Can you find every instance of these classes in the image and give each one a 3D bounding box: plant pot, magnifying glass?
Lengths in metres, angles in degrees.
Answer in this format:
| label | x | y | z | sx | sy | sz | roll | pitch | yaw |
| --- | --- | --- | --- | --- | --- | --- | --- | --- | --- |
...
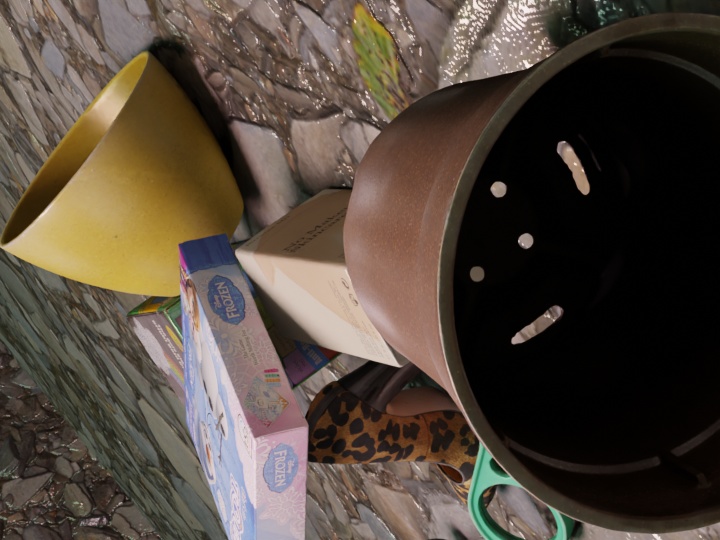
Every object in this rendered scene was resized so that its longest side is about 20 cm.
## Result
| label | x | y | z | sx | sy | sz | roll | pitch | yaw |
| --- | --- | --- | --- | --- | --- | --- | --- | --- | --- |
| plant pot | -0.182 | -0.059 | 1.249 | 0.142 | 0.201 | 0.200 | 38 | 166 | -18 |
| magnifying glass | 0.102 | 0.133 | 1.087 | 0.079 | 0.022 | 0.201 | 2 | 123 | 33 |
| plant pot | 0.090 | -0.010 | 0.666 | 0.201 | 0.200 | 0.198 | 60 | 168 | -17 |

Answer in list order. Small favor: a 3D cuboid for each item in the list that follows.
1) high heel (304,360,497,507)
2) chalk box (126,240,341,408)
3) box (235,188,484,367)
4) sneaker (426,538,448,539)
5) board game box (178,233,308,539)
| label | x | y | z | sx | sy | sz | roll | pitch | yaw |
| --- | --- | --- | --- | --- | --- | --- | --- | --- | --- |
| high heel | 0.028 | 0.143 | 1.122 | 0.071 | 0.142 | 0.201 | 29 | 150 | 47 |
| chalk box | -0.104 | 0.053 | 1.319 | 0.125 | 0.124 | 0.200 | 58 | 160 | -10 |
| box | 0.000 | 0.000 | 1.024 | 0.078 | 0.095 | 0.200 | 61 | 159 | -16 |
| sneaker | 0.092 | 0.331 | 1.399 | 0.201 | 0.076 | 0.115 | 55 | 159 | -11 |
| board game box | -0.089 | 0.113 | 1.115 | 0.201 | 0.043 | 0.199 | 93 | 157 | -43 |
